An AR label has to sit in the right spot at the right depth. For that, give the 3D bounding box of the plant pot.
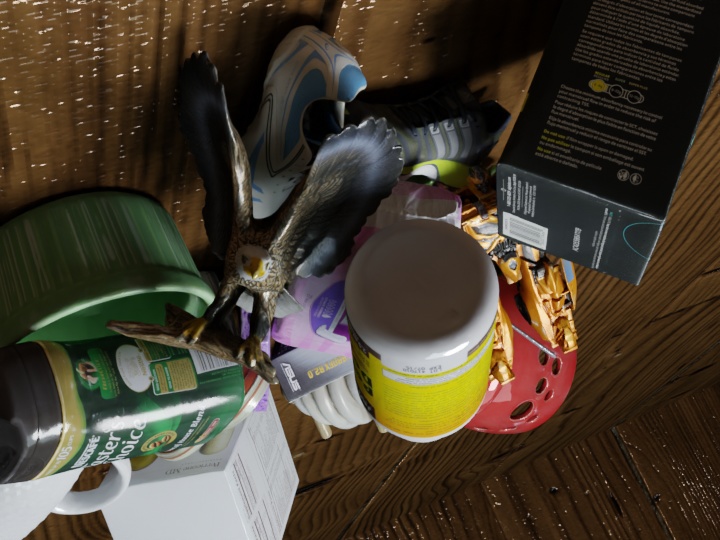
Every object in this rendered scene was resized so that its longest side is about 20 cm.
[{"bbox_3d":[0.150,0.104,1.303,0.199,0.203,0.181,-36,154,27],"label":"plant pot"}]

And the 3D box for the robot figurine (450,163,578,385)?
[{"bbox_3d":[0.132,-0.002,0.927,0.143,0.058,0.203,-25,122,-7],"label":"robot figurine"}]

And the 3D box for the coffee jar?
[{"bbox_3d":[-0.191,0.097,0.775,0.197,0.086,0.104,-5,151,-42],"label":"coffee jar"}]

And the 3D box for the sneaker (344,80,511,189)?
[{"bbox_3d":[0.056,-0.124,0.862,0.081,0.074,0.199,-48,157,26],"label":"sneaker"}]

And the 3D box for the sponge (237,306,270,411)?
[{"bbox_3d":[-0.106,0.055,1.014,0.029,0.114,0.201,-2,155,-8],"label":"sponge"}]

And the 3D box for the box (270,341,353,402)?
[{"bbox_3d":[-0.015,0.063,1.106,0.156,0.049,0.200,-25,-171,1],"label":"box"}]

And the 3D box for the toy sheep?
[{"bbox_3d":[-0.016,0.128,1.248,0.197,0.141,0.137,-13,166,29],"label":"toy sheep"}]

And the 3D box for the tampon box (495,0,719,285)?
[{"bbox_3d":[0.197,-0.120,0.800,0.150,0.124,0.203,68,44,-69],"label":"tampon box"}]

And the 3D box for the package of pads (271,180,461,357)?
[{"bbox_3d":[0.000,0.000,0.868,0.118,0.077,0.201,12,148,-9],"label":"package of pads"}]

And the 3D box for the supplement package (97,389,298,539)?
[{"bbox_3d":[-0.173,0.240,1.151,0.149,0.153,0.201,-12,-159,12],"label":"supplement package"}]

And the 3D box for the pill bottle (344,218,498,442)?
[{"bbox_3d":[0.046,0.057,0.778,0.107,0.110,0.201,-22,151,-9],"label":"pill bottle"}]

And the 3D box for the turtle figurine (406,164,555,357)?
[{"bbox_3d":[0.115,-0.036,1.013,0.193,0.199,0.146,22,99,-56],"label":"turtle figurine"}]

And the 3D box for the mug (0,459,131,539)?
[{"bbox_3d":[-0.312,0.175,0.979,0.198,0.149,0.175,32,122,-31],"label":"mug"}]

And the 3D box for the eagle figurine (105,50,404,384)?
[{"bbox_3d":[-0.068,-0.031,0.716,0.150,0.150,0.204,11,99,-41],"label":"eagle figurine"}]

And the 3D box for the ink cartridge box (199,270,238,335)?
[{"bbox_3d":[-0.198,0.095,1.046,0.143,0.086,0.201,-20,157,-14],"label":"ink cartridge box"}]

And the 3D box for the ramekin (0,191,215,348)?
[{"bbox_3d":[-0.221,0.025,0.832,0.197,0.099,0.201,-23,159,-9],"label":"ramekin"}]

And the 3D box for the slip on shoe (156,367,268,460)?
[{"bbox_3d":[-0.155,0.125,0.974,0.199,0.061,0.075,-36,-162,50],"label":"slip on shoe"}]

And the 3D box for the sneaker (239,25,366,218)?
[{"bbox_3d":[-0.051,-0.094,0.773,0.072,0.073,0.201,-37,167,-34],"label":"sneaker"}]
